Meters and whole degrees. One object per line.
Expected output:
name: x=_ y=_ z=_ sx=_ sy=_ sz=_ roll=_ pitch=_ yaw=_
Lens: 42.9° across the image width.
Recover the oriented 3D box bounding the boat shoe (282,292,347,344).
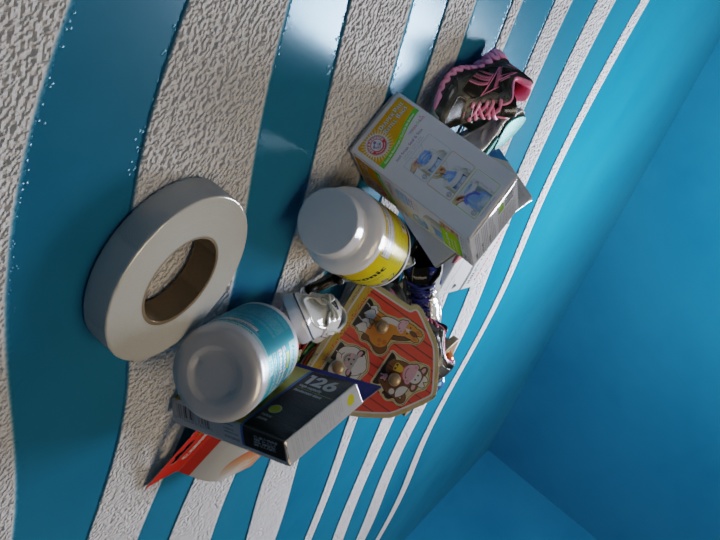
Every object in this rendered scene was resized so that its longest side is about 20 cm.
boat shoe: x=-0.059 y=0.058 z=1.272 sx=0.064 sy=0.075 sz=0.200 roll=-25 pitch=175 yaw=5

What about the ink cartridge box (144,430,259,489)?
ink cartridge box: x=-0.184 y=0.246 z=1.281 sx=0.162 sy=0.050 sz=0.199 roll=-47 pitch=166 yaw=31

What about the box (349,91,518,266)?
box: x=0.097 y=-0.118 z=1.183 sx=0.102 sy=0.199 sz=0.113 roll=-50 pitch=162 yaw=-6

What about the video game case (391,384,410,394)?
video game case: x=-0.009 y=0.212 z=1.517 sx=0.177 sy=0.037 sz=0.200 roll=-11 pitch=166 yaw=-2

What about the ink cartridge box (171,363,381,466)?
ink cartridge box: x=-0.105 y=0.159 z=1.181 sx=0.199 sy=0.194 sz=0.048 roll=-35 pitch=126 yaw=-46

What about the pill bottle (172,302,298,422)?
pill bottle: x=-0.139 y=0.101 z=1.098 sx=0.112 sy=0.110 sz=0.200 roll=-59 pitch=174 yaw=14

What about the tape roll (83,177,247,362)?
tape roll: x=-0.196 y=0.001 z=0.942 sx=0.203 sy=0.037 sz=0.204 roll=-47 pitch=159 yaw=-24

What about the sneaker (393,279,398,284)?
sneaker: x=0.040 y=0.105 z=1.547 sx=0.076 sy=0.113 sz=0.203 roll=-18 pitch=136 yaw=-60

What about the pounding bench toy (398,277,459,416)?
pounding bench toy: x=0.094 y=0.131 z=1.648 sx=0.124 sy=0.155 sz=0.203 roll=-34 pitch=152 yaw=-43

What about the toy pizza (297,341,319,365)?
toy pizza: x=-0.114 y=0.163 z=1.403 sx=0.200 sy=0.031 sz=0.202 roll=-46 pitch=158 yaw=-23

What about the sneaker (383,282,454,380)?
sneaker: x=0.094 y=0.099 z=1.490 sx=0.094 sy=0.079 sz=0.203 roll=-31 pitch=112 yaw=-19

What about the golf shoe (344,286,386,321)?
golf shoe: x=0.004 y=0.104 z=1.474 sx=0.086 sy=0.078 sz=0.202 roll=15 pitch=123 yaw=-26

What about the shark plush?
shark plush: x=0.000 y=0.000 z=1.359 sx=0.200 sy=0.091 sz=0.083 roll=-45 pitch=-170 yaw=-38

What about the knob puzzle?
knob puzzle: x=0.037 y=0.139 z=1.395 sx=0.222 sy=0.218 sz=0.030 roll=-54 pitch=-170 yaw=1

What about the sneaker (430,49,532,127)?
sneaker: x=0.175 y=-0.244 z=1.295 sx=0.199 sy=0.095 sz=0.080 roll=-38 pitch=157 yaw=-36

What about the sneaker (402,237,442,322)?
sneaker: x=0.097 y=0.023 z=1.517 sx=0.115 sy=0.079 sz=0.205 roll=-33 pitch=131 yaw=-73

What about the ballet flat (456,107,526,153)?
ballet flat: x=0.183 y=-0.206 z=1.350 sx=0.200 sy=0.069 sz=0.070 roll=-43 pitch=159 yaw=-45

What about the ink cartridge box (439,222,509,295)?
ink cartridge box: x=0.176 y=-0.044 z=1.660 sx=0.146 sy=0.083 sz=0.199 roll=-61 pitch=160 yaw=17

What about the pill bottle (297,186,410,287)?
pill bottle: x=-0.009 y=-0.046 z=1.188 sx=0.112 sy=0.111 sz=0.200 roll=-55 pitch=160 yaw=4

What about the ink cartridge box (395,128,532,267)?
ink cartridge box: x=0.147 y=-0.115 z=1.363 sx=0.083 sy=0.147 sz=0.199 roll=-36 pitch=177 yaw=43
